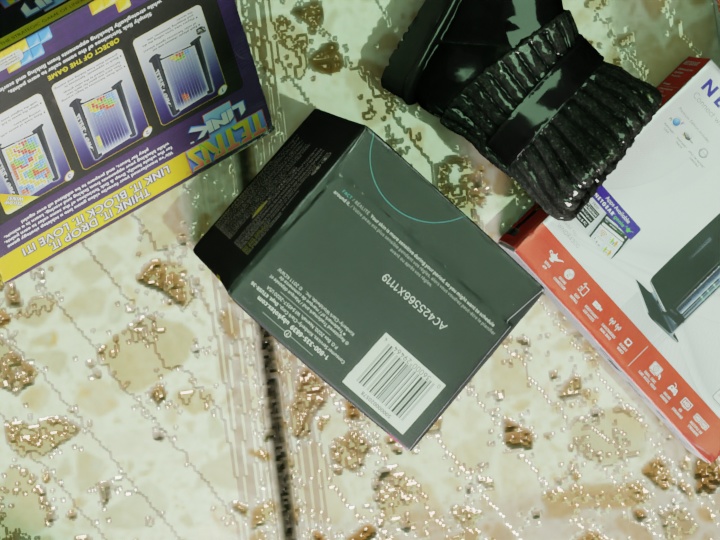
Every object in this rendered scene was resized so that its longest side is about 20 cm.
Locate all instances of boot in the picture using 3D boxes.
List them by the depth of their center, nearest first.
[{"bbox_3d":[0.128,-0.154,1.563,0.158,0.079,0.211,34,101,13],"label":"boot"}]

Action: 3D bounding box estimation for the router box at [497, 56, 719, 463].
[{"bbox_3d":[0.221,-0.008,1.637,0.179,0.049,0.200,-44,102,-2],"label":"router box"}]

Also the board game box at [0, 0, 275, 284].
[{"bbox_3d":[-0.163,-0.107,1.499,0.200,0.057,0.165,-30,139,-14],"label":"board game box"}]

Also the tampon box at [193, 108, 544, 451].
[{"bbox_3d":[0.000,0.000,1.522,0.150,0.200,0.126,41,89,-11],"label":"tampon box"}]

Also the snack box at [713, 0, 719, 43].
[{"bbox_3d":[0.327,-0.212,1.635,0.200,0.037,0.116,-12,100,-8],"label":"snack box"}]
